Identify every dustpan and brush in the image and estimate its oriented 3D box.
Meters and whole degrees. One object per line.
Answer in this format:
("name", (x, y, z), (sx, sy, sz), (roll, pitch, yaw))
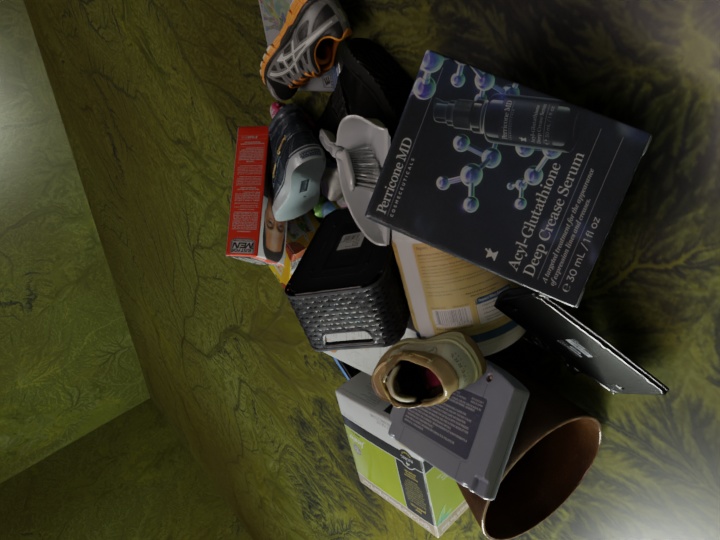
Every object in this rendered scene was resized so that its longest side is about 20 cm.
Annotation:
("dustpan and brush", (-0.013, -0.134, 0.667), (0.202, 0.056, 0.142), (-108, 14, -55))

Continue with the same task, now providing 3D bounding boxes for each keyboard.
("keyboard", (0.227, 0.067, 0.585), (0.198, 0.040, 0.104), (36, 159, -15))

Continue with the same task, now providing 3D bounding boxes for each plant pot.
("plant pot", (0.169, 0.195, 0.715), (0.200, 0.183, 0.191), (46, 147, 47))

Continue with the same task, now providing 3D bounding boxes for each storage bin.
("storage bin", (0.000, 0.000, 0.734), (0.132, 0.202, 0.095), (-8, 125, 24))

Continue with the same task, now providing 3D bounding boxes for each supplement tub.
("supplement tub", (0.113, -0.017, 0.648), (0.143, 0.143, 0.205), (6, 118, 52))

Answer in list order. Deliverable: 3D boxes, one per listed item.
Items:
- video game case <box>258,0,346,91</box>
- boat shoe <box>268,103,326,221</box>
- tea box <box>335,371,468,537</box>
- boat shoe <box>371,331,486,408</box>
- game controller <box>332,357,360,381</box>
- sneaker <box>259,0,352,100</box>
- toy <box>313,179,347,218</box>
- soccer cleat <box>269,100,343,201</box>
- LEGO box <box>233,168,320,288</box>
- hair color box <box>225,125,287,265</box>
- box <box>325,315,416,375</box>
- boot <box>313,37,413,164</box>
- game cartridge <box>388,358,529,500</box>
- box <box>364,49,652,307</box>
("video game case", (-0.089, -0.366, 0.800), (0.180, 0.022, 0.204), (22, 129, 47))
("boat shoe", (-0.098, -0.151, 0.807), (0.093, 0.069, 0.200), (69, 157, 14))
("tea box", (0.083, 0.277, 0.910), (0.198, 0.132, 0.201), (14, 123, 50))
("boat shoe", (0.057, 0.119, 0.629), (0.075, 0.066, 0.200), (59, 148, 5))
("game controller", (-0.038, 0.173, 1.072), (0.202, 0.042, 0.104), (54, 177, 13))
("sneaker", (-0.076, -0.290, 0.749), (0.078, 0.078, 0.200), (51, 148, 1))
("toy", (-0.007, -0.071, 0.869), (0.198, 0.047, 0.118), (29, 136, 42))
("soccer cleat", (-0.085, -0.186, 0.863), (0.200, 0.069, 0.087), (44, 120, 25))
("LEGO box", (-0.152, -0.084, 1.021), (0.201, 0.076, 0.150), (53, 154, 16))
("hair color box", (-0.159, -0.116, 0.889), (0.060, 0.101, 0.206), (3, 85, 17))
("box", (0.032, 0.083, 0.838), (0.197, 0.097, 0.127), (21, 131, 28))
("boot", (0.021, -0.174, 0.723), (0.214, 0.078, 0.159), (60, 142, 24))
("game cartridge", (0.109, 0.162, 0.648), (0.199, 0.040, 0.136), (9, 80, 63))
("box", (0.124, -0.081, 0.502), (0.196, 0.107, 0.152), (23, 98, 8))
